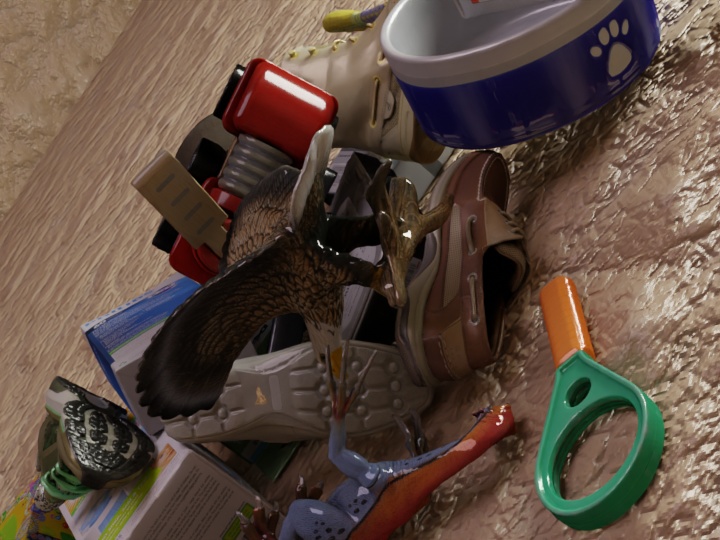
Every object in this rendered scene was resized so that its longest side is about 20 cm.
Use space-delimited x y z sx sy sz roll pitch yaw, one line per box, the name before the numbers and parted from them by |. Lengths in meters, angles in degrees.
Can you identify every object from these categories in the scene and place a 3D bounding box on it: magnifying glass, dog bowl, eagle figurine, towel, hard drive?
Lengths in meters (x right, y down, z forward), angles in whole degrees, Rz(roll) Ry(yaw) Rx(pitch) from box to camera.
magnifying glass | 0.125 0.066 0.760 0.080 0.022 0.201 -43 22 23
dog bowl | 0.118 -0.179 0.993 0.198 0.079 0.201 -22 30 13
eagle figurine | -0.052 0.007 0.853 0.197 0.151 0.153 -12 75 27
towel | 0.063 -0.245 1.255 0.199 0.142 0.023 5 101 63
hard drive | 0.000 0.000 1.042 0.200 0.037 0.141 -114 43 -67

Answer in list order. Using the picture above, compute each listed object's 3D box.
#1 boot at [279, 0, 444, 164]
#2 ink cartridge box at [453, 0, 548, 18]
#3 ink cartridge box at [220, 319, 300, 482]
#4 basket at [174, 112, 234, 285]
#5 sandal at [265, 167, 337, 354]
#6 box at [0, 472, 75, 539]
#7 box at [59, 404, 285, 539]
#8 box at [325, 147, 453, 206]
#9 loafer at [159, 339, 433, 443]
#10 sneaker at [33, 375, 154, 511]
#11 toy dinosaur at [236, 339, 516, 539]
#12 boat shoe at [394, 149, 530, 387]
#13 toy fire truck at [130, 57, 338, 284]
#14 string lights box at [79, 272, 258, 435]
boot | 0.006 -0.196 1.134 0.154 0.072 0.204 8 97 36
ink cartridge box | 0.172 -0.250 0.927 0.198 0.050 0.163 -8 36 38
ink cartridge box | -0.094 0.094 1.118 0.104 0.059 0.200 -54 21 -7
basket | -0.108 -0.048 1.210 0.200 0.134 0.183 -128 41 -76
sandal | -0.042 0.021 1.034 0.076 0.042 0.203 160 122 -84
box | -0.281 0.311 1.077 0.200 0.122 0.193 -46 21 15
box | -0.148 0.186 1.026 0.113 0.101 0.200 -54 21 -7
box | 0.050 -0.139 1.221 0.201 0.041 0.155 -57 22 -9
loafer | -0.043 0.085 0.938 0.197 0.071 0.070 -4 -2 15
sneaker | -0.208 0.145 0.997 0.090 0.076 0.200 -65 16 -1
toy dinosaur | 0.020 0.146 0.831 0.180 0.104 0.203 -12 80 42
boat shoe | 0.082 -0.004 0.908 0.071 0.076 0.202 -7 46 27
toy fire truck | -0.095 -0.075 1.001 0.178 0.127 0.200 -64 10 0
string lights box | -0.158 0.060 1.081 0.102 0.060 0.200 -30 15 -13
